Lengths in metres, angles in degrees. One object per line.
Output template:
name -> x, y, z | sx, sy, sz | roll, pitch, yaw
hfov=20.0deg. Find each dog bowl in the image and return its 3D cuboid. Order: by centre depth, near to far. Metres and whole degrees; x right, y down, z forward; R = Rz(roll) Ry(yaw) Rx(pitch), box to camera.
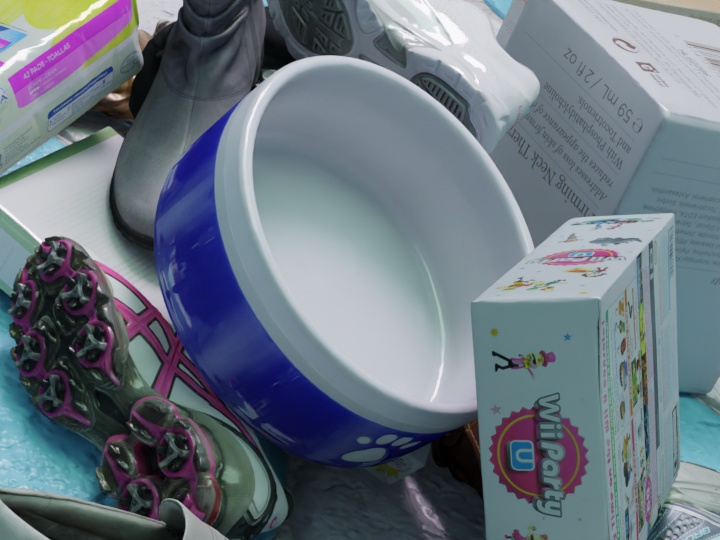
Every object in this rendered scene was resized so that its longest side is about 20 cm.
dog bowl -> -0.004, -0.004, 1.040 | 0.200, 0.079, 0.201 | 25, 49, -32

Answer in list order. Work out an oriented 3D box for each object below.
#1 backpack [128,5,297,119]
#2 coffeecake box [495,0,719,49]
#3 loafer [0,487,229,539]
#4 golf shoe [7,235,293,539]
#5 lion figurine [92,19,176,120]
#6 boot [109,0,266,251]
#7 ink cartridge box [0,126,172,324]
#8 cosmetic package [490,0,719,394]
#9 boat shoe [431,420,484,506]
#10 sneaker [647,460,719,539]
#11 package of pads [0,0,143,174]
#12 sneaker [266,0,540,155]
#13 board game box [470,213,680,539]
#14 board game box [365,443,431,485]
backpack -> -0.032, -0.075, 1.290 | 0.167, 0.127, 0.200 | -23, 54, -41
coffeecake box -> 0.159, -0.119, 1.456 | 0.153, 0.200, 0.073 | 2, 34, -39
loafer -> -0.082, 0.138, 0.900 | 0.199, 0.070, 0.070 | 12, 28, -25
golf shoe -> -0.109, 0.063, 1.031 | 0.092, 0.073, 0.200 | 16, 31, -52
lion figurine -> -0.196, -0.127, 1.319 | 0.122, 0.073, 0.200 | 38, 38, 22
boot -> -0.091, -0.118, 1.137 | 0.070, 0.132, 0.200 | 12, 51, -3
ink cartridge box -> -0.113, 0.011, 1.146 | 0.200, 0.048, 0.145 | 41, 28, 7
cosmetic package -> 0.173, -0.050, 1.335 | 0.166, 0.200, 0.167 | 7, 31, -35
boat shoe -> 0.069, 0.092, 1.143 | 0.067, 0.072, 0.200 | -10, 37, 4
sneaker -> 0.233, 0.171, 1.138 | 0.199, 0.078, 0.086 | 9, 41, -16
package of pads -> -0.240, -0.131, 1.165 | 0.199, 0.068, 0.155 | 17, 41, 27
sneaker -> 0.025, -0.146, 1.248 | 0.200, 0.078, 0.099 | 45, 40, 12
board game box -> 0.113, 0.062, 1.013 | 0.064, 0.148, 0.200 | -1, 12, 17
board game box -> 0.000, 0.000, 1.132 | 0.134, 0.034, 0.200 | 36, 48, -20
